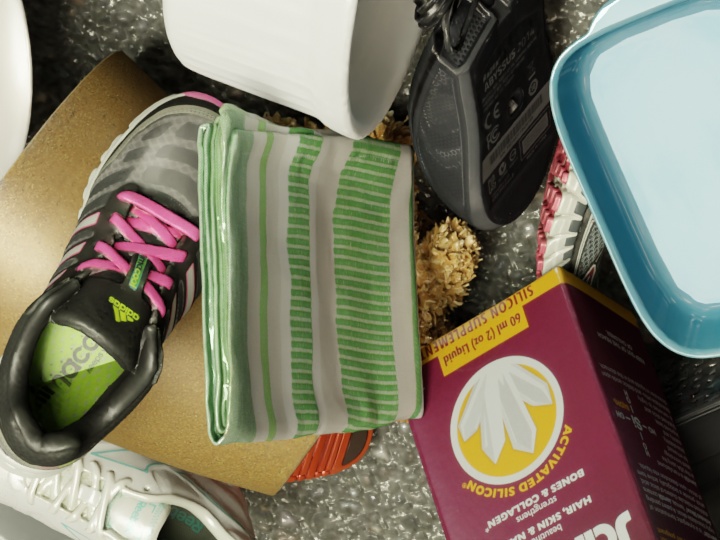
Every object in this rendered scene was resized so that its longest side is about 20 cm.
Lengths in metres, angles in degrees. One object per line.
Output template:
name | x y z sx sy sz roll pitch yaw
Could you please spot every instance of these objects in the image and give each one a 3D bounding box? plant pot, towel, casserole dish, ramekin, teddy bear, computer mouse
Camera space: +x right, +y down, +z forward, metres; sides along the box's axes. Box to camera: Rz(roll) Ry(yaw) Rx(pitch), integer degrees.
plant pot | -0.097 0.019 1.359 0.200 0.186 0.187 35 122 0
towel | -0.020 0.003 1.263 0.023 0.200 0.153 -3 88 26
casserole dish | 0.170 -0.051 1.275 0.121 0.039 0.201 -21 107 15
ramekin | -0.019 -0.171 1.242 0.097 0.201 0.201 16 123 9
teddy bear | 0.000 0.000 1.415 0.144 0.067 0.201 6 121 11
computer mouse | 0.058 -0.109 1.321 0.053 0.139 0.201 21 139 26

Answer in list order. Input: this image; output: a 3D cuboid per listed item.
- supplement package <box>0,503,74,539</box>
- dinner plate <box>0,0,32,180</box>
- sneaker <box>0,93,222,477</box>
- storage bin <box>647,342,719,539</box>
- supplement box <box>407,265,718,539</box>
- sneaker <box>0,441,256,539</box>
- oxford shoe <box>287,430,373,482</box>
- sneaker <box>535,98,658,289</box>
supplement package | -0.197 0.204 1.531 0.191 0.147 0.200 42 120 -14
dinner plate | -0.238 -0.116 1.353 0.200 0.024 0.201 15 112 41
sneaker | -0.111 0.011 1.225 0.074 0.087 0.200 32 88 -12
storage bin | 0.181 0.119 1.435 0.199 0.094 0.135 -26 113 24
supplement box | 0.105 0.116 1.329 0.110 0.201 0.086 -32 146 22
sneaker | -0.138 0.112 1.403 0.200 0.080 0.071 24 98 -21
oxford shoe | -0.090 0.067 1.482 0.199 0.073 0.071 13 110 -17
sneaker | 0.141 -0.061 1.341 0.074 0.081 0.201 19 122 -3
